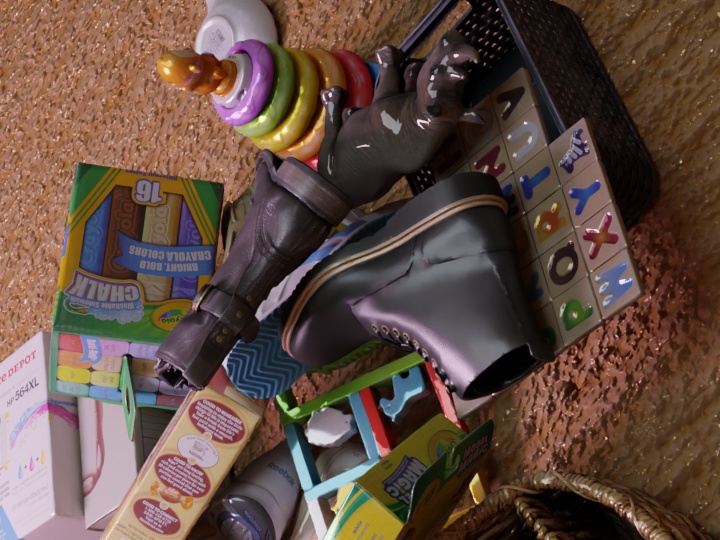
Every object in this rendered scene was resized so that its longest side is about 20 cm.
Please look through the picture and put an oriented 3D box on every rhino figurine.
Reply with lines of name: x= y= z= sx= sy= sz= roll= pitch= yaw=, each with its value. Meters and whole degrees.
rhino figurine: x=0.029 y=-0.105 z=1.206 sx=0.200 sy=0.060 sz=0.088 roll=-31 pitch=54 yaw=54

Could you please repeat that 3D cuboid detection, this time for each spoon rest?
spoon rest: x=-0.134 y=-0.237 z=1.620 sx=0.099 sy=0.060 sz=0.200 roll=-49 pitch=59 yaw=30

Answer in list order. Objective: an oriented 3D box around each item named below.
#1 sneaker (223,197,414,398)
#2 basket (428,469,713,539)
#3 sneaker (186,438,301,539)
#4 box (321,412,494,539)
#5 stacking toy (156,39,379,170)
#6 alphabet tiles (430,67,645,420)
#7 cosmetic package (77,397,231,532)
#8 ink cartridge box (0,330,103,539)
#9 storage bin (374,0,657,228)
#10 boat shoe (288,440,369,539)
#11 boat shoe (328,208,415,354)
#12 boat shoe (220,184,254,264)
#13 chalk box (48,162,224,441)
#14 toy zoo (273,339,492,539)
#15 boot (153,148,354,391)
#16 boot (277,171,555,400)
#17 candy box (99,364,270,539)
sneaker: x=-0.022 y=0.007 z=1.283 sx=0.200 sy=0.077 sz=0.081 roll=-34 pitch=27 yaw=-3
basket: x=0.137 y=0.210 z=1.063 sx=0.143 sy=0.149 sz=0.200 roll=-59 pitch=40 yaw=18
sneaker: x=-0.085 y=0.196 z=1.385 sx=0.087 sy=0.074 sz=0.200 roll=-51 pitch=2 yaw=-30
box: x=0.012 y=0.177 z=1.144 sx=0.048 sy=0.117 sz=0.200 roll=39 pitch=124 yaw=14
stacking toy: x=-0.078 y=-0.142 z=1.395 sx=0.116 sy=0.199 sz=0.110 roll=18 pitch=92 yaw=52
alphabet tiles: x=0.099 y=-0.028 z=1.154 sx=0.167 sy=0.008 sz=0.201 roll=-39 pitch=51 yaw=36
cosmetic package: x=-0.181 y=0.121 z=1.510 sx=0.087 sy=0.103 sz=0.201 roll=-34 pitch=52 yaw=40
ink cartridge box: x=-0.262 y=0.155 z=1.577 sx=0.128 sy=0.125 sz=0.201 roll=-34 pitch=54 yaw=39
storage bin: x=0.106 y=-0.097 z=1.246 sx=0.135 sy=0.094 sz=0.200 roll=-46 pitch=46 yaw=31
boat shoe: x=-0.021 y=0.229 z=1.305 sx=0.069 sy=0.074 sz=0.201 roll=10 pitch=85 yaw=57
boat shoe: x=0.000 y=0.000 z=1.358 sx=0.071 sy=0.070 sz=0.200 roll=-60 pitch=41 yaw=17
boat shoe: x=-0.092 y=-0.018 z=1.425 sx=0.201 sy=0.063 sz=0.073 roll=-118 pitch=10 yaw=-67
chalk box: x=-0.185 y=0.034 z=1.417 sx=0.125 sy=0.123 sz=0.201 roll=111 pitch=166 yaw=-58
toy zoo: x=0.018 y=0.137 z=1.267 sx=0.131 sy=0.020 sz=0.201 roll=-26 pitch=68 yaw=15
boot: x=-0.087 y=0.004 z=1.217 sx=0.174 sy=0.069 sz=0.200 roll=-54 pitch=8 yaw=-4
boot: x=0.031 y=0.045 z=1.152 sx=0.200 sy=0.077 sz=0.139 roll=-41 pitch=54 yaw=36
candy box: x=-0.138 y=0.157 z=1.339 sx=0.200 sy=0.055 sz=0.115 roll=-57 pitch=5 yaw=16
